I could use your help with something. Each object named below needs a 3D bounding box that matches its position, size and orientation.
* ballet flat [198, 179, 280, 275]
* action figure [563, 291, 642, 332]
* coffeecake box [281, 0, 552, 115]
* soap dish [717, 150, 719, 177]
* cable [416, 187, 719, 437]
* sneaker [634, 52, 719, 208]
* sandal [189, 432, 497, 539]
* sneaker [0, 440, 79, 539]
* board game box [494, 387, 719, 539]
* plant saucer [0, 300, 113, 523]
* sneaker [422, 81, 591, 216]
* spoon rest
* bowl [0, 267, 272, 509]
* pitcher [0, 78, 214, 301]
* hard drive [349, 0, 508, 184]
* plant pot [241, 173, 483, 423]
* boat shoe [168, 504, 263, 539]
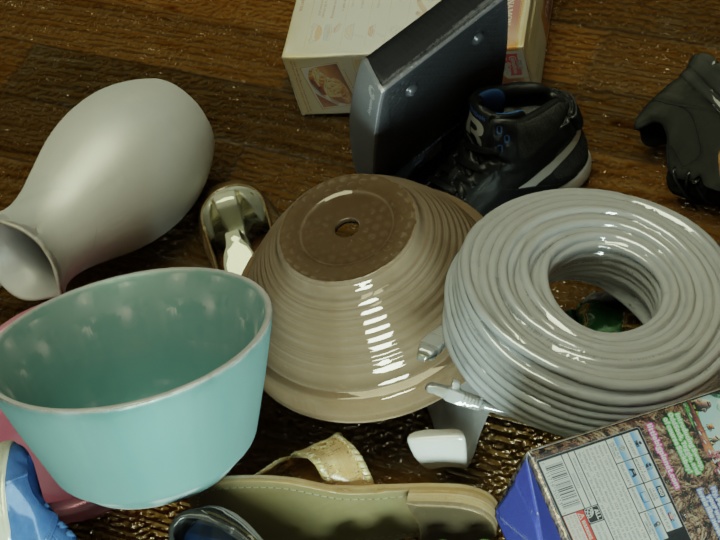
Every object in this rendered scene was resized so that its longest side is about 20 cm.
[{"bbox_3d":[-0.090,-0.015,1.592,0.068,0.072,0.201,-19,49,4],"label":"ballet flat"},{"bbox_3d":[0.218,0.042,1.469,0.199,0.055,0.119,-3,54,20],"label":"action figure"},{"bbox_3d":[0.051,-0.209,1.706,0.199,0.073,0.154,-1,52,16],"label":"coffeecake box"},{"bbox_3d":[0.325,-0.014,1.387,0.081,0.199,0.158,-31,51,44],"label":"soap dish"},{"bbox_3d":[0.154,0.025,1.379,0.199,0.069,0.200,19,46,9],"label":"cable"},{"bbox_3d":[0.277,-0.073,1.539,0.091,0.076,0.200,-37,46,1],"label":"sneaker"},{"bbox_3d":[-0.008,0.147,1.441,0.211,0.078,0.070,3,47,9],"label":"sandal"},{"bbox_3d":[-0.185,0.202,1.416,0.111,0.077,0.201,-17,71,4],"label":"sneaker"},{"bbox_3d":[0.208,0.169,1.275,0.199,0.097,0.160,-16,67,-17],"label":"board game box"},{"bbox_3d":[-0.210,0.108,1.544,0.200,0.051,0.201,-9,49,10],"label":"plant saucer"},{"bbox_3d":[0.075,-0.077,1.566,0.200,0.112,0.073,-31,49,-9],"label":"sneaker"},{"bbox_3d":[0.068,0.072,1.495,0.099,0.061,0.200,-2,38,14],"label":"spoon rest"},{"bbox_3d":[-0.147,0.088,1.416,0.200,0.105,0.201,-10,26,5],"label":"bowl"},{"bbox_3d":[-0.219,-0.055,1.643,0.200,0.121,0.171,-46,14,-32],"label":"pitcher"},{"bbox_3d":[0.048,-0.126,1.555,0.135,0.200,0.042,-39,70,-17],"label":"hard drive"},{"bbox_3d":[0.000,0.000,1.457,0.200,0.093,0.201,-9,50,11],"label":"plant pot"},{"bbox_3d":[-0.051,0.224,1.359,0.070,0.066,0.200,-45,70,3],"label":"boat shoe"}]
